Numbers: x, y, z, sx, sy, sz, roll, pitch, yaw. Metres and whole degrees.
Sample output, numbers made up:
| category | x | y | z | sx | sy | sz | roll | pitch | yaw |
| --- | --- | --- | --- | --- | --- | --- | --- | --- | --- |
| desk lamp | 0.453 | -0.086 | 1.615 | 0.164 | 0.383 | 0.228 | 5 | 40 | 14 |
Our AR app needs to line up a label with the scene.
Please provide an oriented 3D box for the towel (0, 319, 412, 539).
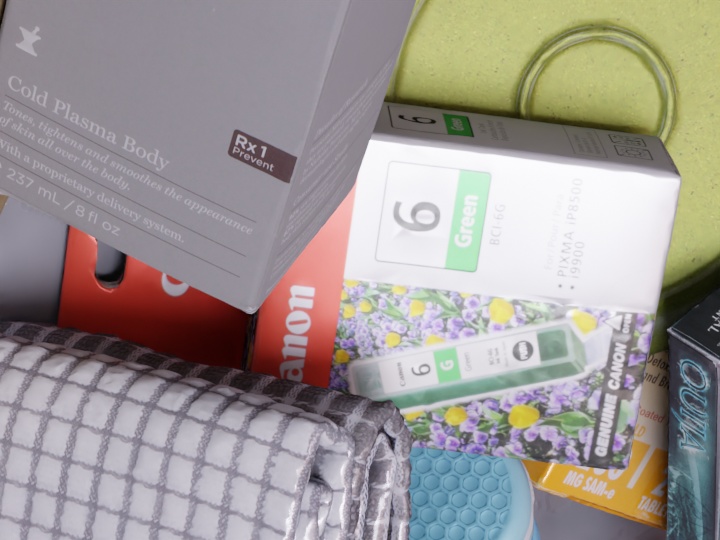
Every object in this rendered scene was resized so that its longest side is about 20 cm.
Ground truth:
| category | x | y | z | sx | sy | sz | roll | pitch | yaw |
| --- | --- | --- | --- | --- | --- | --- | --- | --- | --- |
| towel | -0.074 | 0.126 | 0.912 | 0.085 | 0.165 | 0.201 | -7 | 107 | -61 |

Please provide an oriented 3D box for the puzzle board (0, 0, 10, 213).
| category | x | y | z | sx | sy | sz | roll | pitch | yaw |
| --- | --- | --- | --- | --- | --- | --- | --- | --- | --- |
| puzzle board | -0.138 | -0.023 | 0.857 | 0.201 | 0.017 | 0.151 | -63 | 173 | 8 |

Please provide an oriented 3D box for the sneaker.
| category | x | y | z | sx | sy | sz | roll | pitch | yaw |
| --- | --- | --- | --- | --- | --- | --- | --- | --- | --- |
| sneaker | -0.019 | 0.129 | 1.028 | 0.199 | 0.080 | 0.131 | -21 | 160 | 7 |

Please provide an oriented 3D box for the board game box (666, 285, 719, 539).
| category | x | y | z | sx | sy | sz | roll | pitch | yaw |
| --- | --- | --- | --- | --- | --- | --- | --- | --- | --- |
| board game box | 0.165 | 0.058 | 1.031 | 0.135 | 0.028 | 0.200 | -38 | 144 | -27 |

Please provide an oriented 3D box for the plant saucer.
| category | x | y | z | sx | sy | sz | roll | pitch | yaw |
| --- | --- | --- | --- | --- | --- | --- | --- | --- | --- |
| plant saucer | 0.081 | -0.060 | 0.970 | 0.199 | 0.031 | 0.201 | -1 | 104 | -4 |

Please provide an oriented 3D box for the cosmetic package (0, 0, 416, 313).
| category | x | y | z | sx | sy | sz | roll | pitch | yaw |
| --- | --- | --- | --- | --- | --- | --- | --- | --- | --- |
| cosmetic package | -0.036 | -0.100 | 0.811 | 0.090 | 0.106 | 0.200 | -53 | 164 | -47 |

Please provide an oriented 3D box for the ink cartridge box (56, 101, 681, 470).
| category | x | y | z | sx | sy | sz | roll | pitch | yaw |
| --- | --- | --- | --- | --- | --- | --- | --- | --- | --- |
| ink cartridge box | 0.000 | 0.000 | 0.937 | 0.199 | 0.050 | 0.109 | 7 | 108 | -6 |

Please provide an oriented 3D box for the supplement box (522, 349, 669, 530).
| category | x | y | z | sx | sy | sz | roll | pitch | yaw |
| --- | --- | --- | --- | --- | --- | --- | --- | --- | --- |
| supplement box | 0.137 | -0.002 | 1.067 | 0.126 | 0.073 | 0.201 | 20 | 100 | -39 |
